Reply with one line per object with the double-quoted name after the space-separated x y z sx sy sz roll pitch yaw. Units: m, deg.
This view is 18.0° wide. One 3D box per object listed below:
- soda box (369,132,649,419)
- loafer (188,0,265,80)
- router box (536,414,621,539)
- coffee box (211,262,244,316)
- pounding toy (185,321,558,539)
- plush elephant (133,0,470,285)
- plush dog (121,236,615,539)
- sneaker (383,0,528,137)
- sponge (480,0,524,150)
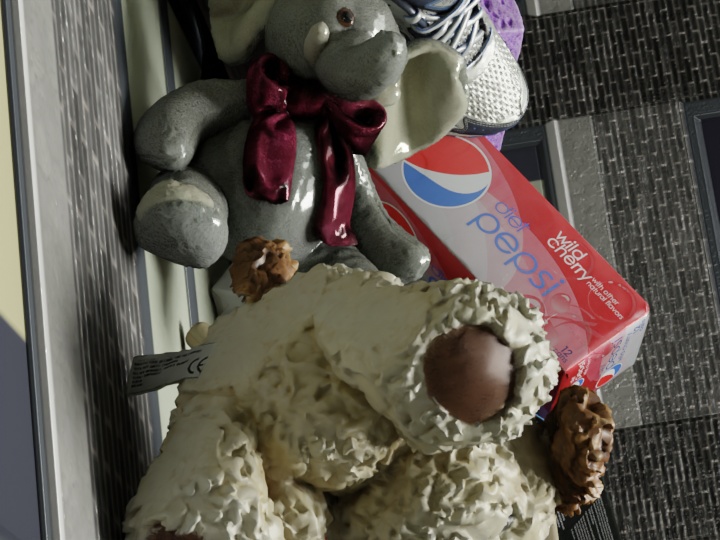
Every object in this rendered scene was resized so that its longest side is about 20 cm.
0.065 -0.015 1.243 0.200 0.070 0.063 47 -26 22 "soda box"
-0.078 -0.122 1.331 0.072 0.063 0.200 38 -37 48 "loafer"
0.077 0.130 1.284 0.149 0.051 0.200 33 -20 30 "router box"
0.000 0.000 1.349 0.200 0.080 0.113 -54 143 -44 "coffee box"
0.001 0.138 1.105 0.200 0.184 0.142 -91 -177 -60 "pounding toy"
-0.023 -0.075 1.115 0.155 0.165 0.200 -61 -158 10 "plush elephant"
0.010 0.080 0.966 0.172 0.200 0.160 47 12 -31 "plush dog"
0.028 -0.138 1.182 0.200 0.085 0.077 43 70 -29 "sneaker"
0.067 -0.135 1.532 0.200 0.030 0.112 99 -27 -54 "sponge"
